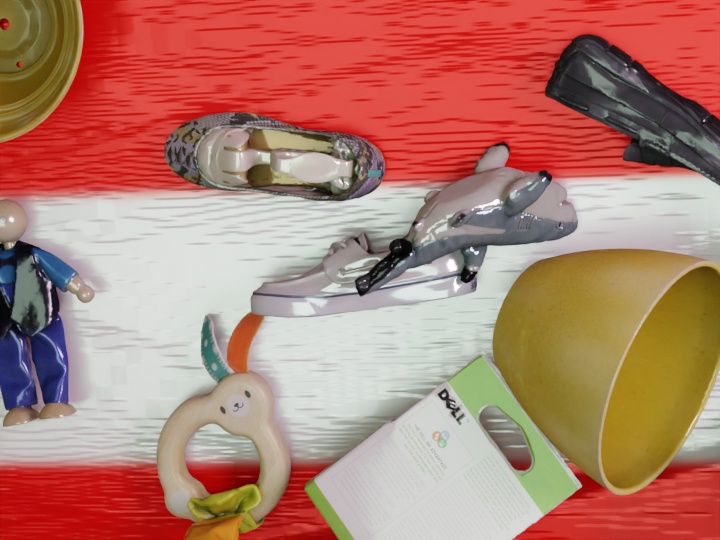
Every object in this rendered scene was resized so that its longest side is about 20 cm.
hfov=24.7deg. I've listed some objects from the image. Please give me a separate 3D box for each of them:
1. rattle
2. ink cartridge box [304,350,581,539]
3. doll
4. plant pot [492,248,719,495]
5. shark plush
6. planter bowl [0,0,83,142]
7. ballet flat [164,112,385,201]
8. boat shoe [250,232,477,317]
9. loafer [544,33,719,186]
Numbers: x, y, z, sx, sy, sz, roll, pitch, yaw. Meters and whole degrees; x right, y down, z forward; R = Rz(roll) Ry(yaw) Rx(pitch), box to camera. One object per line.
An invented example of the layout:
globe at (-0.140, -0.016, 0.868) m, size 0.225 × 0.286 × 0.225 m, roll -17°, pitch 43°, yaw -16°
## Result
rattle at (-0.131, 0.146, 1.437) m, size 0.129 × 0.143 × 0.202 m, roll 22°, pitch 110°, yaw 24°
ink cartridge box at (0.076, 0.187, 1.425) m, size 0.199 × 0.076 × 0.148 m, roll -38°, pitch 80°, yaw 9°
doll at (-0.302, 0.035, 1.489) m, size 0.135 × 0.048 × 0.202 m, roll -10°, pitch 92°, yaw 21°
plant pot at (0.194, 0.062, 1.352) m, size 0.141 × 0.199 × 0.202 m, roll 25°, pitch 105°, yaw 34°
shark plush at (0.092, -0.025, 1.367) m, size 0.199 × 0.091 × 0.084 m, roll -33°, pitch 122°, yaw -22°
planter bowl at (-0.323, -0.214, 1.431) m, size 0.198 × 0.083 × 0.203 m, roll 2°, pitch 100°, yaw 10°
ballet flat at (-0.080, -0.097, 1.417) m, size 0.198 × 0.072 × 0.073 m, roll 6°, pitch 101°, yaw 9°
boat shoe at (0.000, 0.000, 1.426) m, size 0.198 × 0.074 × 0.066 m, roll -8°, pitch 94°, yaw 1°
loafer at (0.244, -0.117, 1.361) m, size 0.200 × 0.068 × 0.071 m, roll 36°, pitch 112°, yaw 7°
